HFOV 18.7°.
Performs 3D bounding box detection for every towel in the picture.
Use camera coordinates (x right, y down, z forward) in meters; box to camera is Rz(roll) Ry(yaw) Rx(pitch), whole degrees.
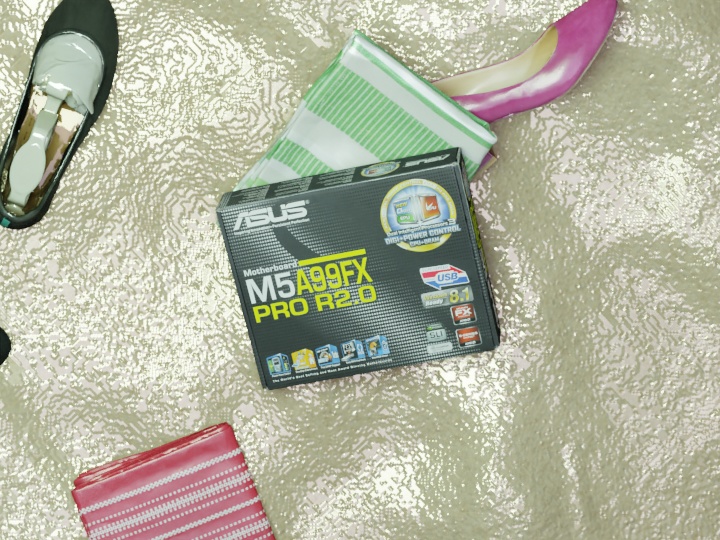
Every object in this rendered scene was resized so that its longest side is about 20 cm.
[{"bbox_3d":[-0.140,0.238,1.802,0.144,0.022,0.201,-21,101,-4],"label":"towel"},{"bbox_3d":[-0.003,-0.073,1.744,0.152,0.023,0.200,34,111,-9],"label":"towel"}]

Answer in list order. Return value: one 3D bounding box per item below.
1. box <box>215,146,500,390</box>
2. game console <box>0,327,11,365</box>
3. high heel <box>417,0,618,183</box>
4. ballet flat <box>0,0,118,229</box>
[{"bbox_3d":[0.000,0.000,1.736,0.198,0.044,0.161,-10,110,9],"label":"box"},{"bbox_3d":[-0.414,0.056,1.754,0.200,0.116,0.176,-43,129,2],"label":"game console"},{"bbox_3d":[0.113,-0.166,1.750,0.096,0.067,0.200,41,105,-19],"label":"high heel"},{"bbox_3d":[-0.239,-0.124,1.720,0.068,0.068,0.201,19,95,-7],"label":"ballet flat"}]
